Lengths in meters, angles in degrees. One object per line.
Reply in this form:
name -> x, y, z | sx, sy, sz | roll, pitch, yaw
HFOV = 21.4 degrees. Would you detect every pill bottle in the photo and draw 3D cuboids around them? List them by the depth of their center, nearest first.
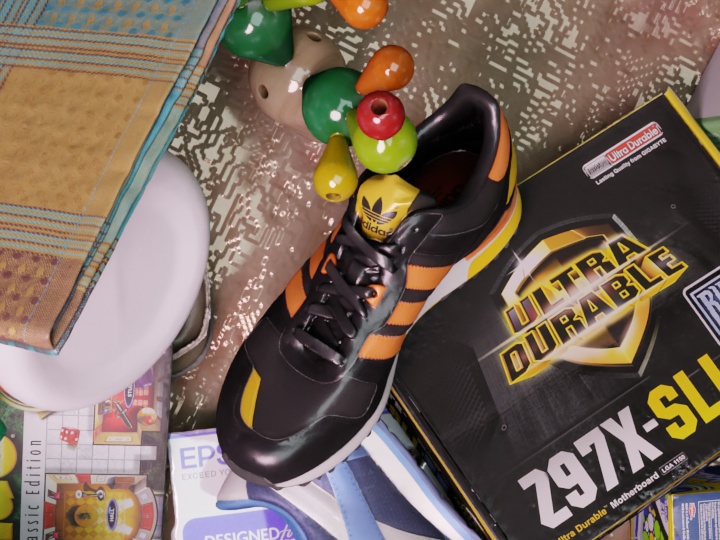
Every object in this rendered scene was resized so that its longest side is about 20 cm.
pill bottle -> -0.169, -0.034, 0.797 | 0.200, 0.116, 0.116 | 29, 87, 31

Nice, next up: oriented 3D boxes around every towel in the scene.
towel -> -0.133, -0.064, 0.723 | 0.146, 0.022, 0.201 | 10, 59, 23

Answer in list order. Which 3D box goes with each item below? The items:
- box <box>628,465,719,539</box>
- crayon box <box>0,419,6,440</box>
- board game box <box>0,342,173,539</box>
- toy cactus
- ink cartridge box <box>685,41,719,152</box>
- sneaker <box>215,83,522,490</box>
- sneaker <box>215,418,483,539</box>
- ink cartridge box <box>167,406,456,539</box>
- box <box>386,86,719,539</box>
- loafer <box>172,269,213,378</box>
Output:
box -> 0.175, 0.202, 0.944 | 0.064, 0.070, 0.201 | -3, 94, -10
crayon box -> -0.248, 0.013, 0.779 | 0.200, 0.119, 0.058 | 33, 72, 19
board game box -> -0.142, 0.107, 0.877 | 0.104, 0.023, 0.201 | 2, 107, -7
toy cactus -> -0.042, -0.091, 0.833 | 0.200, 0.165, 0.103 | 31, 84, 24
ink cartridge box -> 0.273, -0.057, 0.911 | 0.199, 0.145, 0.088 | 30, 86, -10
sneaker -> 0.000, 0.000, 0.826 | 0.070, 0.090, 0.200 | 29, 63, 22
sneaker -> 0.016, 0.143, 0.867 | 0.082, 0.074, 0.200 | -41, 86, -14
ink cartridge box -> 0.010, 0.165, 0.921 | 0.197, 0.043, 0.201 | -5, 89, -11
box -> 0.110, 0.032, 0.899 | 0.199, 0.049, 0.160 | -32, 78, -12
loafer -> -0.122, -0.042, 0.873 | 0.075, 0.070, 0.201 | -23, 97, -9
